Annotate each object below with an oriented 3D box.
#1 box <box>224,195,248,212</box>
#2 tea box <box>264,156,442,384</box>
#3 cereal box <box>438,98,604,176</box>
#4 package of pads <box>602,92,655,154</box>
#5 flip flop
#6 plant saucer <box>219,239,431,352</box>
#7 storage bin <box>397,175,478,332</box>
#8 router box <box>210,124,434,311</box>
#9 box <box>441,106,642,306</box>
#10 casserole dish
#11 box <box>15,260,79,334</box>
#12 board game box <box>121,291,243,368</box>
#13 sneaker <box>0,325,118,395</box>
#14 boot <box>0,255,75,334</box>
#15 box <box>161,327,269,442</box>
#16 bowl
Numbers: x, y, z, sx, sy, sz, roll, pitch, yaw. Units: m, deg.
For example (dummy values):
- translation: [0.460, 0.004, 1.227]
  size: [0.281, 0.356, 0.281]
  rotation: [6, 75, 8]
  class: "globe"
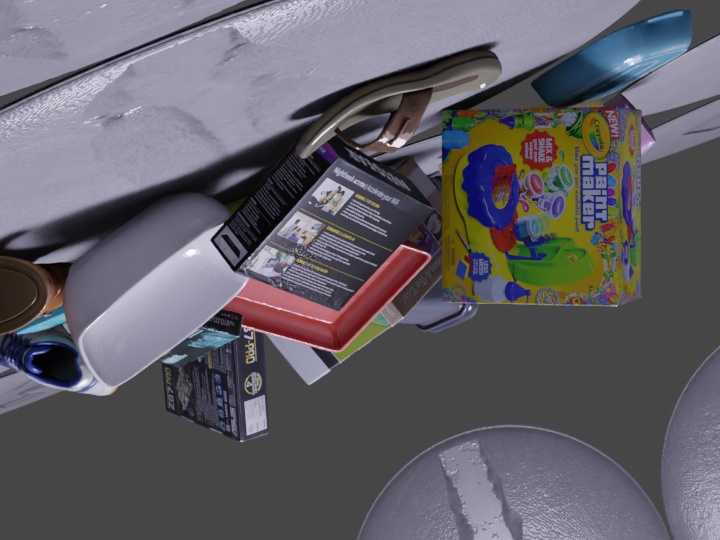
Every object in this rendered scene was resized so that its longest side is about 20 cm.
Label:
- translation: [-0.102, -0.057, 1.753]
  size: [0.121, 0.048, 0.200]
  rotation: [-21, 175, -2]
  class: "box"
- translation: [0.000, 0.000, 1.859]
  size: [0.196, 0.134, 0.200]
  rotation: [-36, -174, 41]
  class: "tea box"
- translation: [0.194, -0.161, 1.911]
  size: [0.143, 0.040, 0.200]
  rotation: [-21, 176, -21]
  class: "cereal box"
- translation: [0.273, -0.132, 1.962]
  size: [0.200, 0.076, 0.121]
  rotation: [-40, -174, 11]
  class: "package of pads"
- translation: [0.037, -0.137, 1.372]
  size: [0.198, 0.058, 0.081]
  rotation: [-20, 176, -13]
  class: "flip flop"
- translation: [-0.057, 0.001, 1.679]
  size: [0.198, 0.037, 0.200]
  rotation: [17, 136, -27]
  class: "plant saucer"
- translation: [0.049, -0.018, 2.094]
  size: [0.133, 0.202, 0.145]
  rotation: [-2, 165, -40]
  class: "storage bin"
- translation: [-0.033, -0.045, 1.512]
  size: [0.149, 0.051, 0.200]
  rotation: [-46, 151, 12]
  class: "router box"
- translation: [0.192, -0.069, 1.643]
  size: [0.190, 0.203, 0.122]
  rotation: [0, -177, 22]
  class: "box"
- translation: [0.263, -0.214, 1.616]
  size: [0.120, 0.039, 0.200]
  rotation: [-17, 175, -33]
  class: "casserole dish"
- translation: [-0.287, 0.012, 1.723]
  size: [0.198, 0.050, 0.082]
  rotation: [-22, 176, 17]
  class: "box"
- translation: [-0.226, 0.064, 1.716]
  size: [0.134, 0.028, 0.200]
  rotation: [16, 161, -22]
  class: "board game box"
- translation: [-0.373, 0.090, 1.805]
  size: [0.198, 0.076, 0.088]
  rotation: [13, -179, 24]
  class: "sneaker"
- translation: [-0.322, 0.023, 1.509]
  size: [0.199, 0.077, 0.155]
  rotation: [-22, 175, 38]
  class: "boot"
- translation: [-0.176, 0.085, 1.829]
  size: [0.049, 0.202, 0.160]
  rotation: [-16, -161, -40]
  class: "box"
- translation: [-0.205, 0.009, 1.528]
  size: [0.199, 0.075, 0.200]
  rotation: [-37, 163, -12]
  class: "bowl"
